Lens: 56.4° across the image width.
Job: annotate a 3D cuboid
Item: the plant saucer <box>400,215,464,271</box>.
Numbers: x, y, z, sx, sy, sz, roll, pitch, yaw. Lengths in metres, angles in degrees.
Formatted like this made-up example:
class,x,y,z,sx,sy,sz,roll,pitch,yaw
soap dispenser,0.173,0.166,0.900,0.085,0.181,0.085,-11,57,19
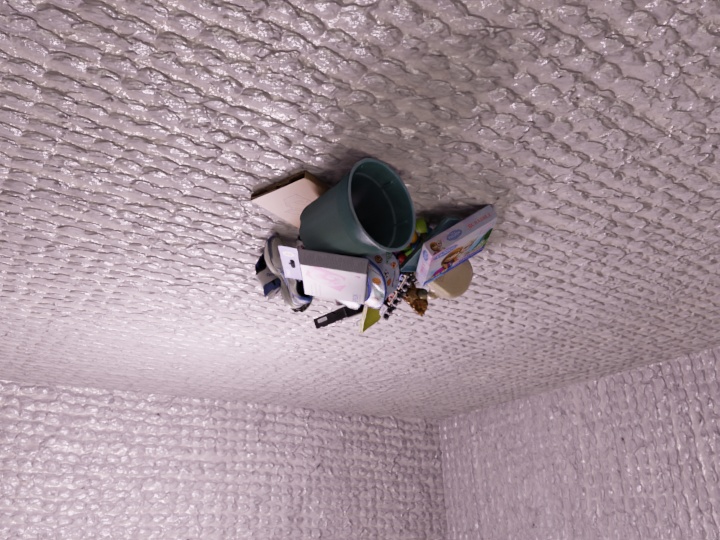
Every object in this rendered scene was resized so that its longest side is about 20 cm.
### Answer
class,x,y,z,sx,sy,sz,roll,pitch,yaw
plant saucer,0.174,-0.065,1.663,0.069,0.019,0.200,1,142,-45

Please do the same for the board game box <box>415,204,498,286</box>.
class,x,y,z,sx,sy,sz,roll,pitch,yaw
board game box,0.236,-0.058,1.677,0.198,0.041,0.200,-31,161,-12

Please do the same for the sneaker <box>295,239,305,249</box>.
class,x,y,z,sx,sy,sz,roll,pitch,yaw
sneaker,-0.128,-0.039,1.717,0.079,0.088,0.200,2,169,-4

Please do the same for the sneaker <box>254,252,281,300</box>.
class,x,y,z,sx,sy,sz,roll,pitch,yaw
sneaker,-0.219,-0.003,1.831,0.080,0.116,0.199,-40,172,31

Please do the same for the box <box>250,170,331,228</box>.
class,x,y,z,sx,sy,sz,roll,pitch,yaw
box,-0.127,-0.155,1.545,0.161,0.022,0.199,-17,152,30

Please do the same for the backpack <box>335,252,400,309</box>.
class,x,y,z,sx,sy,sz,roll,pitch,yaw
backpack,0.000,0.000,1.646,0.188,0.155,0.202,21,144,22

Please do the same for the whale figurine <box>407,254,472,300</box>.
class,x,y,z,sx,sy,sz,roll,pitch,yaw
whale figurine,0.208,0.000,1.844,0.196,0.162,0.104,9,-164,-15

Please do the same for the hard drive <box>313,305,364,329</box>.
class,x,y,z,sx,sy,sz,roll,pitch,yaw
hard drive,-0.021,0.113,1.919,0.139,0.038,0.199,-24,177,42

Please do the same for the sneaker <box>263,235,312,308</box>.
class,x,y,z,sx,sy,sz,roll,pitch,yaw
sneaker,-0.175,-0.001,1.725,0.084,0.203,0.077,-8,-157,43

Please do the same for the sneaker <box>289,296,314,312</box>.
class,x,y,z,sx,sy,sz,roll,pitch,yaw
sneaker,-0.122,0.028,1.826,0.074,0.081,0.199,44,118,-11

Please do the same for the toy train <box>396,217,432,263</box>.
class,x,y,z,sx,sy,sz,roll,pitch,yaw
toy train,0.112,-0.099,1.642,0.114,0.086,0.200,-18,155,9

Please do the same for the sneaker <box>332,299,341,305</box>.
class,x,y,z,sx,sy,sz,roll,pitch,yaw
sneaker,-0.064,0.047,1.929,0.077,0.101,0.199,-5,159,33

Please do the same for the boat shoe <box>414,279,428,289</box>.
class,x,y,z,sx,sy,sz,roll,pitch,yaw
boat shoe,0.131,0.034,1.988,0.197,0.074,0.067,-22,138,19

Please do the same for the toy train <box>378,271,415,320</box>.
class,x,y,z,sx,sy,sz,roll,pitch,yaw
toy train,0.095,0.063,1.803,0.034,0.046,0.201,-40,165,-43

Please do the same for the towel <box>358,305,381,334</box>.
class,x,y,z,sx,sy,sz,roll,pitch,yaw
towel,0.041,0.107,1.867,0.085,0.018,0.201,-32,156,-25

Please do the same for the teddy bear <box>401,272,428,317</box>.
class,x,y,z,sx,sy,sz,roll,pitch,yaw
teddy bear,0.122,0.040,1.881,0.067,0.200,0.145,-47,180,1

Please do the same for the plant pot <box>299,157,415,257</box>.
class,x,y,z,sx,sy,sz,roll,pitch,yaw
plant pot,-0.019,-0.108,1.438,0.198,0.204,0.194,18,151,-41

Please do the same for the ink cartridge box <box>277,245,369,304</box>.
class,x,y,z,sx,sy,sz,roll,pitch,yaw
ink cartridge box,-0.081,0.013,1.477,0.196,0.044,0.197,8,159,2
